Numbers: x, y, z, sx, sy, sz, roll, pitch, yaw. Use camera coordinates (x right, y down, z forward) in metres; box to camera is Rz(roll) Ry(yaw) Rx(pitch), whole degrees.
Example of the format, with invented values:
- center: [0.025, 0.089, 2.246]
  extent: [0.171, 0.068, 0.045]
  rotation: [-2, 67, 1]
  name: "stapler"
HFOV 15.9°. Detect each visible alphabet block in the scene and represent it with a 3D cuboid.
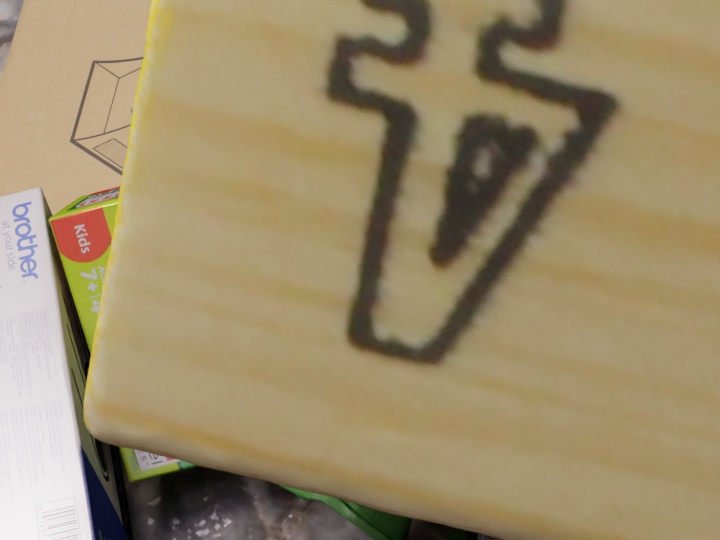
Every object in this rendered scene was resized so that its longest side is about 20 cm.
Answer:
- center: [0.047, -0.043, 0.778]
  extent: [0.199, 0.195, 0.197]
  rotation: [13, 105, 7]
  name: "alphabet block"

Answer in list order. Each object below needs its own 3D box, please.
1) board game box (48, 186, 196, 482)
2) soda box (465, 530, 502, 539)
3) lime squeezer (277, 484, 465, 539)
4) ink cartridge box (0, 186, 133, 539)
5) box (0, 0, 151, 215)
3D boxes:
- center: [0.000, 0.000, 0.921]
  extent: [0.199, 0.048, 0.102]
  rotation: [-15, 98, 12]
  name: "board game box"
- center: [0.068, 0.172, 0.787]
  extent: [0.063, 0.071, 0.201]
  rotation: [-5, 66, 18]
  name: "soda box"
- center: [0.021, 0.072, 0.889]
  extent: [0.199, 0.071, 0.038]
  rotation: [2, 18, 3]
  name: "lime squeezer"
- center: [-0.110, 0.080, 0.918]
  extent: [0.044, 0.094, 0.201]
  rotation: [-13, 58, 1]
  name: "ink cartridge box"
- center: [-0.056, -0.061, 1.024]
  extent: [0.199, 0.021, 0.164]
  rotation: [2, 63, 22]
  name: "box"
